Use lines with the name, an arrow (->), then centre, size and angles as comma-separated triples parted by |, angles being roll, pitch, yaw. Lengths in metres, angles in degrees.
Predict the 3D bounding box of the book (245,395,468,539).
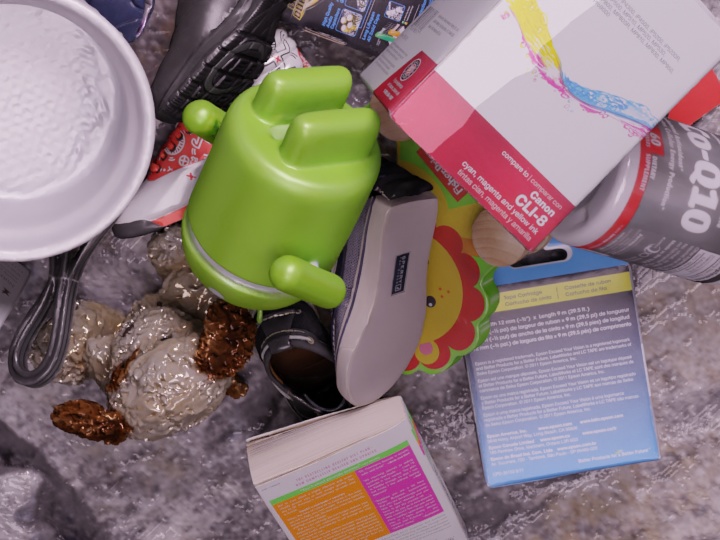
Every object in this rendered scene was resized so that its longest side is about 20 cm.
book -> 0.003, 0.190, 1.423 | 0.133, 0.048, 0.200 | -20, 138, 5

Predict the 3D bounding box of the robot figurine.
robot figurine -> -0.058, -0.053, 1.236 | 0.116, 0.176, 0.200 | -12, 146, -36

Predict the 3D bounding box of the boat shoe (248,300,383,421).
boat shoe -> -0.029, 0.099, 1.399 | 0.072, 0.068, 0.200 | -29, 132, 5

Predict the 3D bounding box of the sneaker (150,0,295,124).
sneaker -> -0.100, -0.198, 1.270 | 0.091, 0.076, 0.200 | 38, 94, 21

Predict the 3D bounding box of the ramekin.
ramekin -> -0.250, -0.116, 1.249 | 0.200, 0.098, 0.201 | -3, 111, -9

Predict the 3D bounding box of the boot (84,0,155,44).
boot -> -0.216, -0.176, 1.314 | 0.090, 0.073, 0.200 | 22, 107, -2

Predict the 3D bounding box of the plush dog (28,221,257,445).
plush dog -> -0.150, 0.074, 1.353 | 0.200, 0.172, 0.161 | -37, 107, 10

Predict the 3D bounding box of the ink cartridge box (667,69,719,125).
ink cartridge box -> 0.182, -0.156, 1.315 | 0.161, 0.050, 0.200 | -35, 117, 3

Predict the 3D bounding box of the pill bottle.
pill bottle -> 0.245, -0.054, 1.323 | 0.200, 0.114, 0.114 | 14, 110, -29

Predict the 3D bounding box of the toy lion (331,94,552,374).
toy lion -> 0.039, -0.026, 1.361 | 0.192, 0.069, 0.200 | -41, 83, 27

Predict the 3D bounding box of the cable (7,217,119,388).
cable -> -0.222, -0.008, 1.342 | 0.097, 0.050, 0.200 | -1, 82, 18

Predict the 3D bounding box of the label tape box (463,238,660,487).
label tape box -> 0.155, 0.065, 1.408 | 0.143, 0.066, 0.200 | -9, 89, 2

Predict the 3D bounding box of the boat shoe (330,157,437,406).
boat shoe -> 0.000, 0.000, 1.330 | 0.075, 0.093, 0.200 | -11, 127, -38

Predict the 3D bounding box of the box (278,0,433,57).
box -> 0.047, -0.255, 1.305 | 0.198, 0.050, 0.200 | 18, 109, -8

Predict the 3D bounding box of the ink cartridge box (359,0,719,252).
ink cartridge box -> 0.125, -0.145, 1.192 | 0.145, 0.145, 0.200 | 42, 97, -16

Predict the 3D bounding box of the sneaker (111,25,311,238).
sneaker -> -0.124, -0.112, 1.346 | 0.201, 0.067, 0.108 | -27, 106, 6

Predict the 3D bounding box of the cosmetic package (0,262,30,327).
cosmetic package -> -0.333, 0.026, 1.318 | 0.113, 0.200, 0.081 | 43, 104, -15
